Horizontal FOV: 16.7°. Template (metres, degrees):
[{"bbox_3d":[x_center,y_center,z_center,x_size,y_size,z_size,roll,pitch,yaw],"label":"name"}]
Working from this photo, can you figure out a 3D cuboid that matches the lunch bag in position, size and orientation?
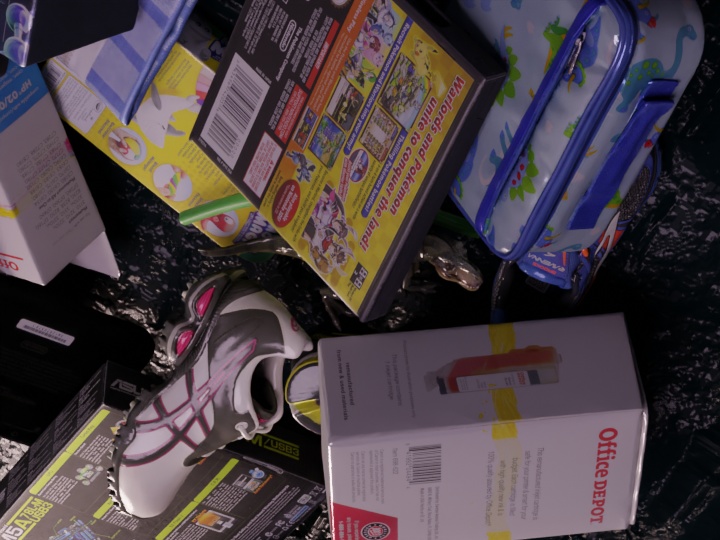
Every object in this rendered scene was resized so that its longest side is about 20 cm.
[{"bbox_3d":[0.112,-0.115,1.446,0.161,0.082,0.200,59,139,33],"label":"lunch bag"}]

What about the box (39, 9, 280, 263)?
[{"bbox_3d":[-0.111,-0.102,1.632,0.200,0.048,0.117,41,129,-3],"label":"box"}]

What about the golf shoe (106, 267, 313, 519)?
[{"bbox_3d":[-0.105,0.097,1.631,0.088,0.077,0.200,34,118,16],"label":"golf shoe"}]

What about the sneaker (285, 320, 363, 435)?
[{"bbox_3d":[0.041,0.087,1.681,0.200,0.085,0.075,25,118,-20],"label":"sneaker"}]

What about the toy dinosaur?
[{"bbox_3d":[0.000,0.000,1.626,0.199,0.048,0.088,0,152,25],"label":"toy dinosaur"}]

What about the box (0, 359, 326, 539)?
[{"bbox_3d":[-0.149,0.164,1.788,0.193,0.048,0.200,24,134,-22],"label":"box"}]

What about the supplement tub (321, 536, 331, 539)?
[{"bbox_3d":[-0.035,0.262,1.779,0.200,0.123,0.123,-21,112,22],"label":"supplement tub"}]

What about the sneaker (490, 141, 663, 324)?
[{"bbox_3d":[0.133,-0.025,1.549,0.075,0.078,0.200,24,129,8],"label":"sneaker"}]

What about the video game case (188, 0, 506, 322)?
[{"bbox_3d":[-0.013,-0.099,1.501,0.181,0.025,0.200,46,131,24],"label":"video game case"}]

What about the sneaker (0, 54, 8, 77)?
[{"bbox_3d":[-0.300,-0.173,1.595,0.200,0.083,0.072,39,139,50],"label":"sneaker"}]

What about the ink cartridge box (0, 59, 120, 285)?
[{"bbox_3d":[-0.251,-0.064,1.677,0.115,0.068,0.200,15,138,39],"label":"ink cartridge box"}]

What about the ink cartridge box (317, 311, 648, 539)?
[{"bbox_3d":[0.076,0.107,1.575,0.199,0.084,0.145,-5,143,-3],"label":"ink cartridge box"}]

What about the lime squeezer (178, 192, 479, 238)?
[{"bbox_3d":[-0.020,-0.049,1.594,0.199,0.038,0.071,2,168,1],"label":"lime squeezer"}]

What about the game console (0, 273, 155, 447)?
[{"bbox_3d":[-0.283,0.057,1.773,0.200,0.116,0.176,22,113,-43],"label":"game console"}]

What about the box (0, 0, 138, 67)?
[{"bbox_3d":[-0.231,-0.240,1.501,0.200,0.107,0.149,30,123,24],"label":"box"}]

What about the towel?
[{"bbox_3d":[-0.189,-0.207,1.569,0.200,0.024,0.147,46,130,14],"label":"towel"}]
